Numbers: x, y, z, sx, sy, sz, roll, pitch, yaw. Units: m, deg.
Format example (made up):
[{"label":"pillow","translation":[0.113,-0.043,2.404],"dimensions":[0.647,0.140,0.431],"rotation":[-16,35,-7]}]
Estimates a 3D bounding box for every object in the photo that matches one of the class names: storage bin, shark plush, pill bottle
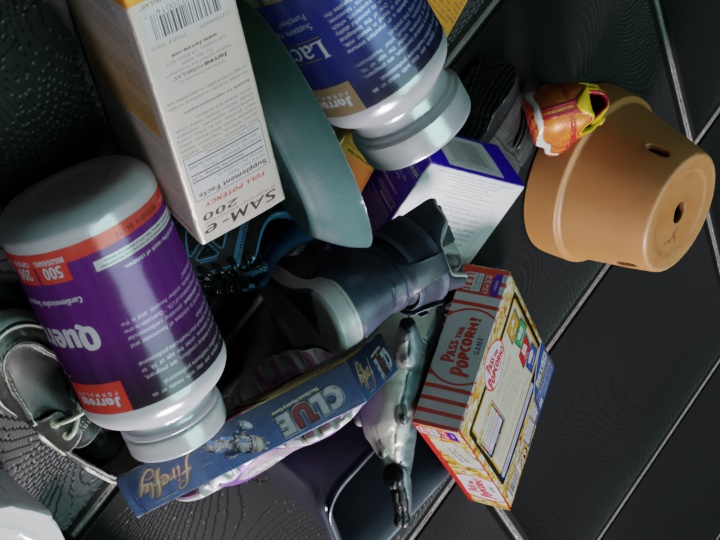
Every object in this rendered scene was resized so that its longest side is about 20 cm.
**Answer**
[{"label":"storage bin","translation":[0.003,0.157,1.222],"dimensions":[0.200,0.134,0.146],"rotation":[-43,141,-23]},{"label":"shark plush","translation":[0.045,0.114,1.103],"dimensions":[0.083,0.090,0.202],"rotation":[2,76,-45]},{"label":"pill bottle","translation":[-0.006,-0.178,0.950],"dimensions":[0.116,0.115,0.201],"rotation":[-47,121,-19]},{"label":"pill bottle","translation":[-0.163,0.030,0.900],"dimensions":[0.112,0.112,0.202],"rotation":[-35,118,-32]}]

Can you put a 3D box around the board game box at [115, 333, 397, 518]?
[{"label":"board game box","translation":[-0.075,0.116,0.993],"dimensions":[0.199,0.035,0.135],"rotation":[-28,180,13]}]

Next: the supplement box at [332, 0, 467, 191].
[{"label":"supplement box","translation":[0.013,-0.170,1.073],"dimensions":[0.069,0.066,0.201],"rotation":[28,91,-55]}]

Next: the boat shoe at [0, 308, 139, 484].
[{"label":"boat shoe","translation":[-0.216,0.098,0.966],"dimensions":[0.071,0.063,0.200],"rotation":[-51,144,-13]}]

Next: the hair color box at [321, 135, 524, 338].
[{"label":"hair color box","translation":[0.040,-0.026,1.131],"dimensions":[0.108,0.065,0.201],"rotation":[11,125,-36]}]

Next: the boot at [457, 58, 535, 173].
[{"label":"boot","translation":[0.103,-0.091,1.244],"dimensions":[0.200,0.070,0.132],"rotation":[-49,148,-10]}]

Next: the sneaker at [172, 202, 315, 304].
[{"label":"sneaker","translation":[-0.119,-0.007,1.002],"dimensions":[0.200,0.082,0.074],"rotation":[-43,141,-24]}]

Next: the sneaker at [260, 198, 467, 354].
[{"label":"sneaker","translation":[0.001,0.002,1.050],"dimensions":[0.145,0.202,0.077],"rotation":[-32,108,-19]}]

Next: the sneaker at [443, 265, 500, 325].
[{"label":"sneaker","translation":[0.103,0.045,1.336],"dimensions":[0.200,0.072,0.115],"rotation":[8,103,-64]}]

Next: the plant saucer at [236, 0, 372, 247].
[{"label":"plant saucer","translation":[-0.057,-0.097,0.935],"dimensions":[0.036,0.200,0.201],"rotation":[-29,137,-9]}]

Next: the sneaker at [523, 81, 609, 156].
[{"label":"sneaker","translation":[0.208,-0.151,1.274],"dimensions":[0.200,0.076,0.074],"rotation":[-43,120,-75]}]

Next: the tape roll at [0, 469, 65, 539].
[{"label":"tape roll","translation":[-0.310,0.242,0.940],"dimensions":[0.202,0.070,0.204],"rotation":[-30,133,-37]}]

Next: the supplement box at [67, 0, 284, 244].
[{"label":"supplement box","translation":[-0.127,-0.135,0.858],"dimensions":[0.073,0.126,0.201],"rotation":[-30,136,-19]}]

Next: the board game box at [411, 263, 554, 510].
[{"label":"board game box","translation":[0.116,0.109,1.166],"dimensions":[0.153,0.046,0.200],"rotation":[-69,153,-22]}]

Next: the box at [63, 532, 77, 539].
[{"label":"box","translation":[-0.224,0.332,1.102],"dimensions":[0.142,0.078,0.200],"rotation":[-54,145,-16]}]

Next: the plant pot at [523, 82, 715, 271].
[{"label":"plant pot","translation":[0.294,-0.089,1.419],"dimensions":[0.199,0.139,0.202],"rotation":[-30,134,-37]}]

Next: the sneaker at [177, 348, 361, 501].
[{"label":"sneaker","translation":[-0.078,0.131,1.111],"dimensions":[0.199,0.081,0.088],"rotation":[-29,161,15]}]
